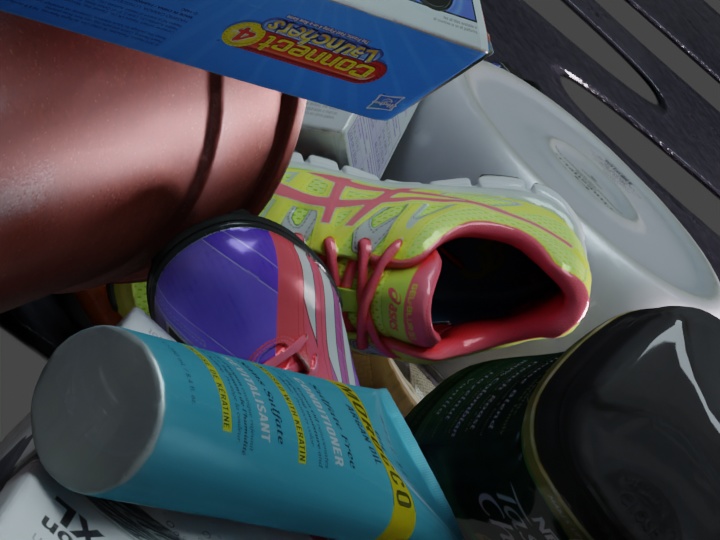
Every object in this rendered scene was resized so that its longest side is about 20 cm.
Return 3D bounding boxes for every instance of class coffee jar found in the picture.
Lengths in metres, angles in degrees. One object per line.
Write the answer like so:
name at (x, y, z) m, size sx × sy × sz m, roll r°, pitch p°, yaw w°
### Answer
coffee jar at (0.088, 0.076, 0.883) m, size 0.104 × 0.085 × 0.200 m, roll 50°, pitch -21°, yaw -4°

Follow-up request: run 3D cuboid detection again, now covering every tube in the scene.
tube at (-0.027, 0.059, 0.782) m, size 0.200 × 0.050 × 0.078 m, roll 19°, pitch 43°, yaw -57°

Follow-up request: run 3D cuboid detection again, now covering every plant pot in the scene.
plant pot at (-0.150, -0.062, 0.813) m, size 0.201 × 0.201 × 0.195 m, roll 49°, pitch 31°, yaw 4°

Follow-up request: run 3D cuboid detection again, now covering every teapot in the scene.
teapot at (0.057, 0.006, 1.094) m, size 0.197 × 0.146 × 0.200 m, roll 30°, pitch 22°, yaw -35°

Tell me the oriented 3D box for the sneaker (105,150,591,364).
sneaker at (0.000, 0.000, 0.932) m, size 0.199 × 0.078 × 0.090 m, roll -5°, pitch 20°, yaw -8°

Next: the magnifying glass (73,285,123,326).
magnifying glass at (-0.146, -0.057, 0.976) m, size 0.079 × 0.022 × 0.200 m, roll -28°, pitch 79°, yaw -34°

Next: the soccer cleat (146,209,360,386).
soccer cleat at (-0.024, 0.059, 0.880) m, size 0.200 × 0.068 × 0.073 m, roll 71°, pitch -5°, yaw -48°

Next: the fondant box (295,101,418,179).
fondant box at (-0.033, -0.122, 1.056) m, size 0.058 × 0.144 × 0.200 m, roll 77°, pitch 32°, yaw -48°

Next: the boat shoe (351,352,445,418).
boat shoe at (0.004, 0.064, 1.017) m, size 0.200 × 0.072 × 0.065 m, roll 42°, pitch 7°, yaw 3°

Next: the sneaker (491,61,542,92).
sneaker at (0.054, -0.042, 1.208) m, size 0.200 × 0.115 × 0.080 m, roll 54°, pitch 25°, yaw 17°

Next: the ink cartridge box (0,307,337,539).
ink cartridge box at (-0.070, 0.121, 0.764) m, size 0.145 × 0.084 × 0.200 m, roll 43°, pitch 23°, yaw -8°

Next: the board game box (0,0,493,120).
board game box at (-0.060, -0.166, 0.792) m, size 0.200 × 0.056 × 0.196 m, roll 14°, pitch 56°, yaw -41°
